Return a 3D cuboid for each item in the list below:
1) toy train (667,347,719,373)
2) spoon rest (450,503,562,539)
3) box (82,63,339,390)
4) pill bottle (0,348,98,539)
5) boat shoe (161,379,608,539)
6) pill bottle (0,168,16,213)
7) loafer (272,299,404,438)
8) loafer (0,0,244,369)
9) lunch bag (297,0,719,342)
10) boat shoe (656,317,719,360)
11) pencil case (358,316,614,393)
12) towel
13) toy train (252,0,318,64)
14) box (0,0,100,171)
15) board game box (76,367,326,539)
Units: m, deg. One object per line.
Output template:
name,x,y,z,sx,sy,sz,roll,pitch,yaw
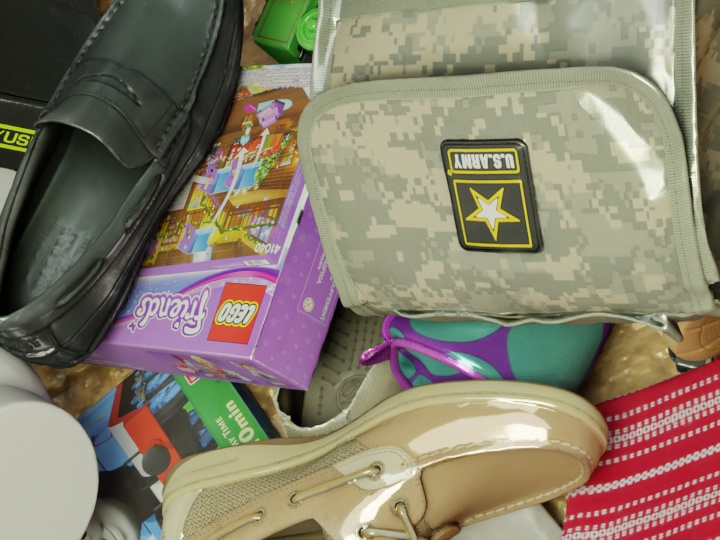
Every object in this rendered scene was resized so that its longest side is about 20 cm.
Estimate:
toy train,0.156,0.025,0.895,0.045,0.034,0.202,13,76,13
spoon rest,0.010,0.178,0.872,0.060,0.100,0.201,14,61,45
box,-0.079,-0.023,0.951,0.199,0.039,0.138,4,69,47
pill bottle,-0.205,0.072,0.934,0.199,0.111,0.112,18,78,47
boat shoe,0.009,0.099,0.857,0.199,0.071,0.065,-17,47,23
pill bottle,-0.254,-0.085,1.040,0.114,0.114,0.200,-47,63,0
loafer,0.000,0.000,0.940,0.075,0.068,0.202,-6,70,18
loafer,-0.105,-0.055,0.899,0.068,0.070,0.202,20,80,15
lunch bag,0.069,-0.075,0.804,0.163,0.117,0.202,0,79,31
boat shoe,0.176,-0.058,0.829,0.200,0.074,0.069,-46,59,6
pencil case,0.084,-0.027,0.900,0.092,0.085,0.201,27,75,4
towel,0.122,0.116,0.789,0.144,0.022,0.201,-25,39,41
toy train,0.006,-0.185,1.022,0.056,0.042,0.201,17,78,35
box,-0.217,-0.133,0.981,0.048,0.192,0.201,-61,33,35
board game box,-0.109,0.145,0.948,0.200,0.037,0.152,-40,63,4
